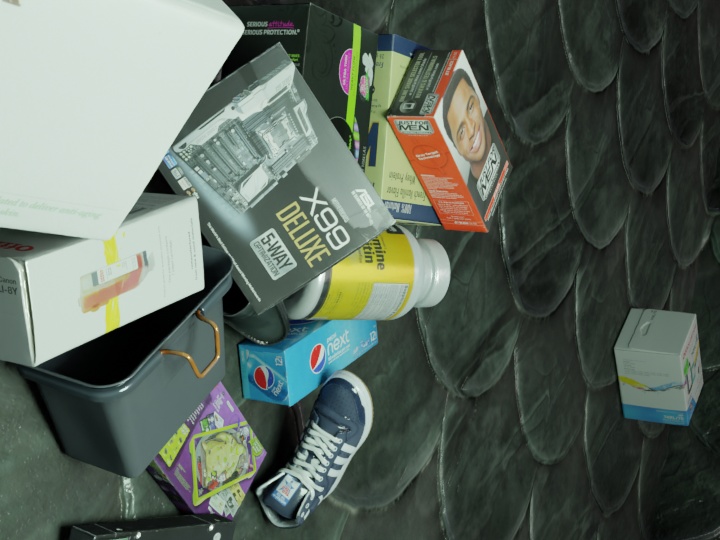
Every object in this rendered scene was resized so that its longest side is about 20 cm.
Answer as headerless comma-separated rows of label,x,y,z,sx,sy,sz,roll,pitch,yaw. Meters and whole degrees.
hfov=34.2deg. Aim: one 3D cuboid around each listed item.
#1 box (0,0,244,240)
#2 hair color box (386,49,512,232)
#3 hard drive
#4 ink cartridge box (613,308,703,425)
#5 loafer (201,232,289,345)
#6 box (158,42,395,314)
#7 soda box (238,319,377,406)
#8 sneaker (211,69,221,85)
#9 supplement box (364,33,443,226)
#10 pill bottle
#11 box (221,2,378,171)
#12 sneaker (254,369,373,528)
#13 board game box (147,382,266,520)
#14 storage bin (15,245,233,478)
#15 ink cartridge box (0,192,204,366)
box,-0.232,-0.153,0.787,0.199,0.171,0.200,8,123,-53
hair color box,0.105,-0.143,1.319,0.200,0.061,0.102,56,48,-47
hard drive,-0.207,0.308,1.117,0.200,0.038,0.140,10,91,-57
ink cartridge box,0.644,0.206,2.521,0.147,0.146,0.200,-54,138,-43
loafer,-0.130,0.024,1.183,0.201,0.068,0.070,53,11,-46
box,-0.085,-0.085,1.090,0.200,0.157,0.050,57,0,-9
soda box,-0.056,0.084,1.343,0.200,0.064,0.068,-32,122,-55
sneaker,-0.181,-0.186,1.074,0.200,0.075,0.087,-23,120,-57
supplement box,0.018,-0.157,1.364,0.200,0.134,0.200,1,93,-61
pill bottle,0.000,0.000,1.316,0.200,0.112,0.112,2,94,-37
box,-0.075,-0.162,1.211,0.148,0.124,0.201,4,93,-61
sneaker,-0.054,0.208,1.309,0.108,0.070,0.200,-35,153,-49
board game box,-0.166,0.178,1.201,0.120,0.032,0.200,-59,143,-31
storage bin,-0.191,0.082,1.045,0.200,0.145,0.135,-52,147,-44
ink cartridge box,-0.241,-0.003,0.920,0.200,0.145,0.084,-27,120,-56
